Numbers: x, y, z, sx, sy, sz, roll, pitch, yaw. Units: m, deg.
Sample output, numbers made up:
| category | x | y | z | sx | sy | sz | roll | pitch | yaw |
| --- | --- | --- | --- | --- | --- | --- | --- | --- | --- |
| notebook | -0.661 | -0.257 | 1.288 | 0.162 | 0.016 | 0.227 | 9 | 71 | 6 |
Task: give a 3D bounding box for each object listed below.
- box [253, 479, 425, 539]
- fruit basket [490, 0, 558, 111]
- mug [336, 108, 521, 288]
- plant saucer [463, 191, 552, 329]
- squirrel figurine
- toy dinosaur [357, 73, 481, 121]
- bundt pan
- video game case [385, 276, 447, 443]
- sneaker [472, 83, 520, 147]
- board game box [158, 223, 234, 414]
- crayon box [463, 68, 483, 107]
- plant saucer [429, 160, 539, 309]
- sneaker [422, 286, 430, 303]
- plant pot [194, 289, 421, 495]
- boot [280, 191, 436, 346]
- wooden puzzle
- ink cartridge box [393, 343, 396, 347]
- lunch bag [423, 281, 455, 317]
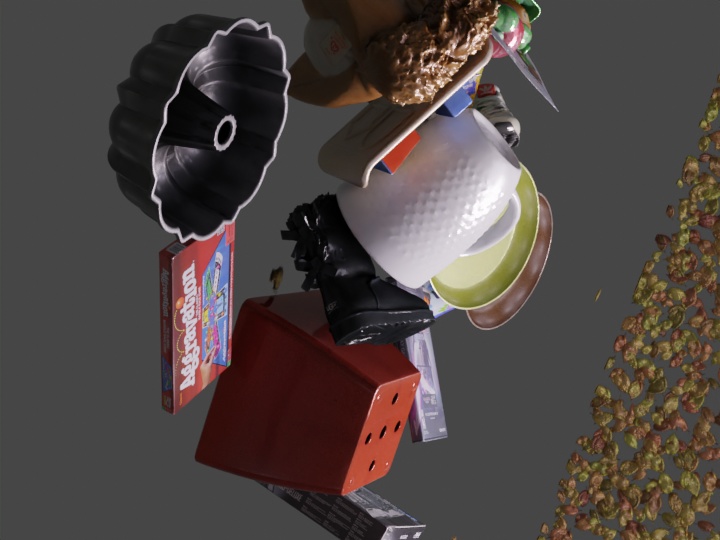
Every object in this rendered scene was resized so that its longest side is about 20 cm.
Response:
| category | x | y | z | sx | sy | sz | roll | pitch | yaw |
| --- | --- | --- | --- | --- | --- | --- | --- | --- | --- |
| box | -0.030 | 0.293 | 1.578 | 0.050 | 0.199 | 0.158 | -60 | 157 | 0 |
| fruit basket | 0.157 | -0.295 | 1.420 | 0.094 | 0.201 | 0.185 | -39 | 128 | 14 |
| mug | 0.100 | -0.080 | 1.394 | 0.175 | 0.148 | 0.200 | -39 | 135 | 18 |
| plant saucer | 0.193 | -0.018 | 1.688 | 0.200 | 0.032 | 0.202 | -31 | 134 | -38 |
| squirrel figurine | 0.046 | -0.242 | 1.247 | 0.186 | 0.199 | 0.143 | -29 | 133 | -43 |
| toy dinosaur | 0.053 | -0.194 | 1.435 | 0.201 | 0.102 | 0.077 | -62 | 157 | -15 |
| bundt pan | -0.147 | -0.131 | 1.075 | 0.202 | 0.075 | 0.203 | -49 | 152 | -38 |
| video game case | 0.071 | 0.112 | 1.549 | 0.143 | 0.019 | 0.202 | 19 | 62 | -74 |
| sneaker | 0.168 | -0.208 | 1.667 | 0.200 | 0.070 | 0.094 | 179 | -93 | -87 |
| board game box | -0.167 | 0.043 | 1.269 | 0.103 | 0.019 | 0.201 | -41 | 146 | -45 |
| crayon box | 0.104 | -0.232 | 1.581 | 0.125 | 0.051 | 0.202 | -18 | 128 | -61 |
| plant saucer | 0.147 | -0.051 | 1.567 | 0.199 | 0.031 | 0.202 | -17 | 118 | -35 |
| sneaker | 0.073 | 0.100 | 1.707 | 0.200 | 0.077 | 0.113 | 74 | 3 | -66 |
| plant pot | -0.045 | 0.152 | 1.441 | 0.199 | 0.175 | 0.202 | -6 | 116 | -65 |
| boot | 0.000 | 0.000 | 1.413 | 0.073 | 0.164 | 0.198 | -31 | 162 | 29 |
| wooden puzzle | 0.050 | -0.167 | 1.325 | 0.200 | 0.046 | 0.185 | -47 | -161 | -4 |
| ink cartridge box | 0.032 | 0.100 | 1.619 | 0.048 | 0.146 | 0.200 | -28 | 156 | 8 |
| lunch bag | 0.131 | -0.033 | 1.750 | 0.200 | 0.127 | 0.170 | -50 | 154 | -4 |
